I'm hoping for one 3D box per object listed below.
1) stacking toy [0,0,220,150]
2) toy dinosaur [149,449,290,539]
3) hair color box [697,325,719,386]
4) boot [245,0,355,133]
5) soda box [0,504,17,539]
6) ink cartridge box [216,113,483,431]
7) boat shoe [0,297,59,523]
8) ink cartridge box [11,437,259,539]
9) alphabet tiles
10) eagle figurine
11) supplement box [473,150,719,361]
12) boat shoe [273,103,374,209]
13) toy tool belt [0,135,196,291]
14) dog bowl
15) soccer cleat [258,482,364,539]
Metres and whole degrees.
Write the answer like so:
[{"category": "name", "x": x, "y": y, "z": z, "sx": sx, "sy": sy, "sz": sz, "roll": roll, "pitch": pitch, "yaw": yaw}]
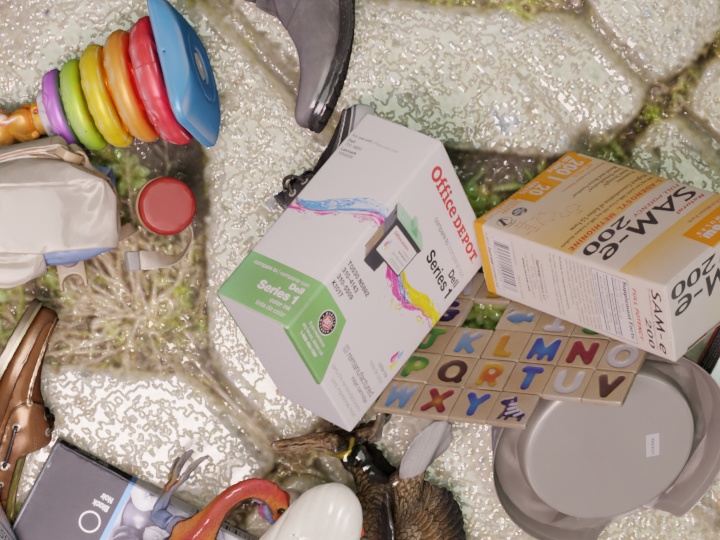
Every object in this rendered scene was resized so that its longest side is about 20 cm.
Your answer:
[{"category": "stacking toy", "x": -0.222, "y": -0.136, "z": 1.497, "sx": 0.199, "sy": 0.110, "sz": 0.117, "roll": -17, "pitch": 76, "yaw": 8}, {"category": "toy dinosaur", "x": -0.134, "y": 0.236, "z": 1.429, "sx": 0.105, "sy": 0.200, "sz": 0.181, "roll": 38, "pitch": 124, "yaw": -10}, {"category": "hair color box", "x": 0.388, "y": 0.101, "z": 1.544, "sx": 0.200, "sy": 0.061, "sz": 0.102, "roll": 29, "pitch": 88, "yaw": -4}, {"category": "boot", "x": -0.067, "y": -0.219, "z": 1.521, "sx": 0.131, "sy": 0.070, "sz": 0.201, "roll": 11, "pitch": 78, "yaw": 0}, {"category": "soda box", "x": -0.372, "y": 0.246, "z": 1.469, "sx": 0.199, "sy": 0.064, "sz": 0.069, "roll": -20, "pitch": 103, "yaw": 12}, {"category": "ink cartridge box", "x": 0.000, "y": 0.000, "z": 1.448, "sx": 0.084, "sy": 0.145, "sz": 0.200, "roll": 23, "pitch": 65, "yaw": 37}, {"category": "boat shoe", "x": -0.282, "y": 0.122, "z": 1.504, "sx": 0.068, "sy": 0.072, "sz": 0.201, "roll": 24, "pitch": 100, "yaw": -3}, {"category": "ink cartridge box", "x": -0.209, "y": 0.272, "z": 1.518, "sx": 0.198, "sy": 0.043, "sz": 0.201, "roll": 27, "pitch": 90, "yaw": -3}, {"category": "alphabet tiles", "x": 0.130, "y": 0.062, "z": 1.452, "sx": 0.199, "sy": 0.167, "sz": 0.008, "roll": 4, "pitch": 132, "yaw": 30}, {"category": "eagle figurine", "x": 0.017, "y": 0.221, "z": 1.494, "sx": 0.151, "sy": 0.151, "sz": 0.201, "roll": -15, "pitch": 80, "yaw": -13}, {"category": "supplement box", "x": 0.205, "y": -0.016, "z": 1.447, "sx": 0.126, "sy": 0.200, "sz": 0.074, "roll": -36, "pitch": 128, "yaw": -30}, {"category": "boat shoe", "x": -0.042, "y": -0.046, "z": 1.519, "sx": 0.066, "sy": 0.070, "sz": 0.201, "roll": 17, "pitch": 96, "yaw": -5}, {"category": "toy tool belt", "x": -0.238, "y": -0.046, "z": 1.487, "sx": 0.199, "sy": 0.123, "sz": 0.125, "roll": -7, "pitch": 93, "yaw": -12}, {"category": "dog bowl", "x": 0.198, "y": 0.132, "z": 1.495, "sx": 0.199, "sy": 0.059, "sz": 0.201, "roll": -6, "pitch": 121, "yaw": -9}, {"category": "soccer cleat", "x": -0.070, "y": 0.239, "z": 1.404, "sx": 0.069, "sy": 0.077, "sz": 0.200, "roll": 52, "pitch": 119, "yaw": 21}]
